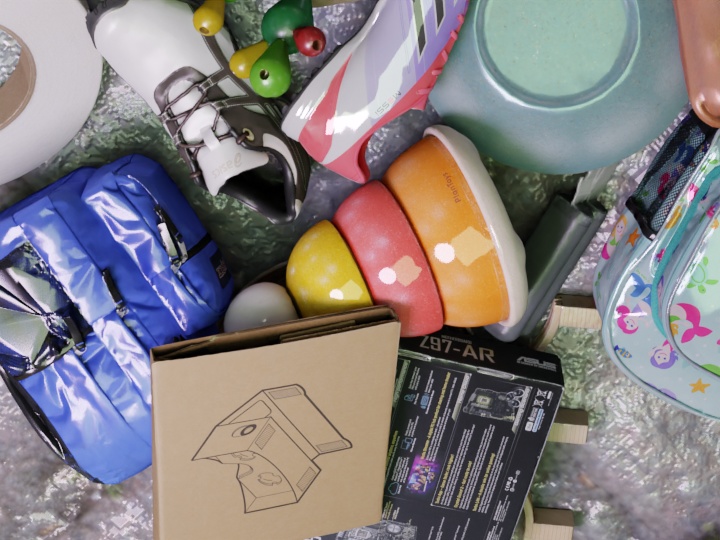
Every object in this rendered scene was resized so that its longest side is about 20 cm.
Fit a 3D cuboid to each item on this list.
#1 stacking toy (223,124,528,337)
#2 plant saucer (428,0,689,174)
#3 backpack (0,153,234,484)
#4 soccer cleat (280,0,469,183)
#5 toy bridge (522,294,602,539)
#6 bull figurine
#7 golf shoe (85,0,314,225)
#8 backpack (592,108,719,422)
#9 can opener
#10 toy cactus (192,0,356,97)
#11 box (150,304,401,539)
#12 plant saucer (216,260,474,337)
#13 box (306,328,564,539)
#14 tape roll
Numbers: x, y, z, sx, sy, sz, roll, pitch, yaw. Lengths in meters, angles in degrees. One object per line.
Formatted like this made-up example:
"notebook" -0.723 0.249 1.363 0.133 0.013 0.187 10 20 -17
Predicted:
"stacking toy" 0.000 0.000 1.380 0.200 0.146 0.146 -22 112 -8
"plant saucer" 0.130 -0.161 1.361 0.201 0.039 0.201 1 99 8
"backpack" -0.168 0.035 1.398 0.168 0.163 0.200 -28 98 13
"soccer cleat" 0.033 -0.148 1.345 0.073 0.068 0.200 42 105 3
"toy bridge" 0.133 0.112 1.511 0.067 0.027 0.200 6 113 0
"bull figurine" 0.241 -0.192 1.324 0.121 0.065 0.200 -7 93 -22
"golf shoe" -0.099 -0.107 1.364 0.078 0.095 0.200 -37 124 23
"backpack" 0.259 0.005 1.403 0.177 0.151 0.200 28 115 -14
"can opener" 0.140 -0.043 1.440 0.066 0.053 0.200 34 111 21
"toy cactus" -0.059 -0.202 1.334 0.165 0.200 0.102 -4 139 -35
"box" -0.059 0.113 1.373 0.163 0.021 0.200 -10 135 -15
"plant saucer" -0.012 0.073 1.495 0.200 0.034 0.200 0 112 1
"box" 0.041 0.137 1.475 0.160 0.044 0.200 12 118 -6
"tape roll" -0.271 -0.134 1.364 0.203 0.037 0.203 -13 136 -13
